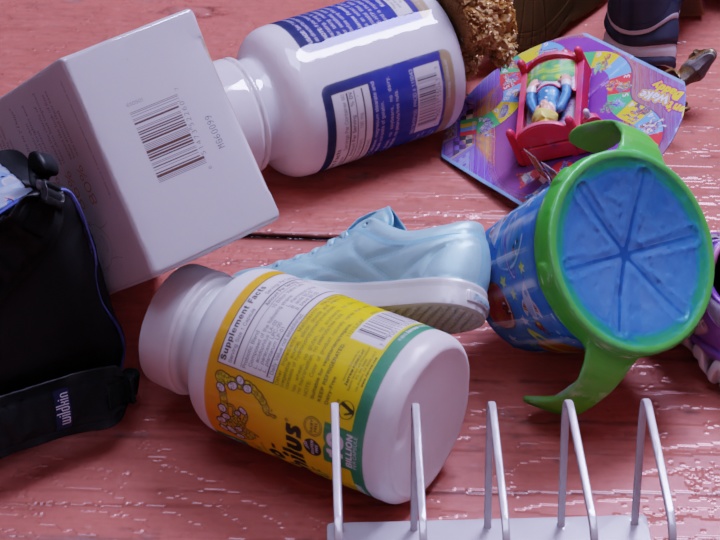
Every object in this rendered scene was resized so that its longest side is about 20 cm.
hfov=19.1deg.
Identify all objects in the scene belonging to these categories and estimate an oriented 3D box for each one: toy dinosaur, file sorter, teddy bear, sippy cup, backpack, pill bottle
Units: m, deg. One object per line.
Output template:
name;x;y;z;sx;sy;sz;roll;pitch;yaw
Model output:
toy dinosaur;0.193;-0.122;1.693;0.198;0.061;0.106;-14;25;-3
file sorter;0.079;0.155;1.235;0.198;0.125;0.139;-1;36;-1
teddy bear;0.065;-0.217;1.720;0.066;0.146;0.200;-24;2;-22
sippy cup;0.145;-0.002;1.429;0.178;0.140;0.130;-42;12;-29
backpack;-0.264;0.032;1.369;0.190;0.201;0.154;-36;38;-27
pill bottle;-0.040;0.065;1.371;0.199;0.114;0.113;20;40;26
pill bottle;-0.030;-0.140;1.650;0.199;0.120;0.120;-19;39;-24

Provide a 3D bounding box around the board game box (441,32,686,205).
board game box;0.150;-0.126;1.635;0.158;0.039;0.200;-42;43;-12

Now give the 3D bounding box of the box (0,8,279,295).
box;-0.168;-0.068;1.451;0.106;0.153;0.200;-26;5;-31

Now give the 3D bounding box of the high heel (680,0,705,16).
high heel;0.357;-0.263;1.860;0.198;0.068;0.096;-3;44;19

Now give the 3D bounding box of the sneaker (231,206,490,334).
sneaker;0.000;0.000;1.457;0.198;0.074;0.083;0;64;23

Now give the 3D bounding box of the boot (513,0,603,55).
boot;0.112;-0.255;1.847;0.155;0.073;0.200;25;41;31

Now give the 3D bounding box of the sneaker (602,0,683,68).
sneaker;0.258;-0.239;1.800;0.070;0.109;0.200;16;33;26

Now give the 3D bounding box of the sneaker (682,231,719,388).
sneaker;0.229;0.006;1.470;0.080;0.089;0.200;-26;41;-29
